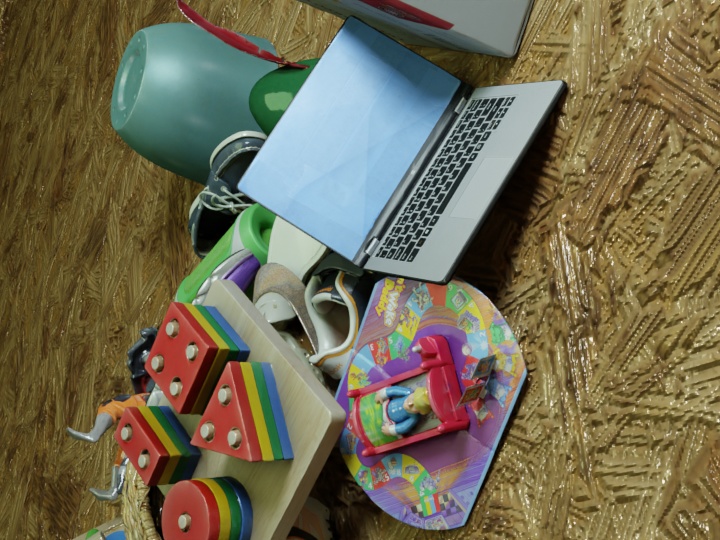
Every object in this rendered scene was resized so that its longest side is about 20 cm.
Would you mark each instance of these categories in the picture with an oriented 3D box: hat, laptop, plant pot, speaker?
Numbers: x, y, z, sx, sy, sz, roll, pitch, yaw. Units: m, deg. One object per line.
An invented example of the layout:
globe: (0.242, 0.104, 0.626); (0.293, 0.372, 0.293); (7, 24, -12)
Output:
hat: (-0.099, -0.181, 1.180); (0.199, 0.174, 0.169); (19, 95, 61)
laptop: (0.028, -0.105, 0.920); (0.189, 0.115, 0.199); (-58, 27, -12)
plant pot: (-0.217, -0.214, 1.428); (0.200, 0.159, 0.204); (-34, 50, 52)
speaker: (-0.135, 0.005, 1.264); (0.200, 0.087, 0.090); (-42, 43, 46)

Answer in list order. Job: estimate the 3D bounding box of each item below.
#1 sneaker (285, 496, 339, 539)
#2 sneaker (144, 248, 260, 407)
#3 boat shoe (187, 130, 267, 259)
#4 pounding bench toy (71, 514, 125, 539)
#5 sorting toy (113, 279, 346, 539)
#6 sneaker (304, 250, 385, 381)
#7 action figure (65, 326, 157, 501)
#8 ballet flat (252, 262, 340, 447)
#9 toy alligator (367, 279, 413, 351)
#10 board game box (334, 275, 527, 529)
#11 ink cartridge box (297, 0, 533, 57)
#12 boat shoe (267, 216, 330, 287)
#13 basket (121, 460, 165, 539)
sneaker: (-0.044, 0.247, 1.007); (0.200, 0.079, 0.075); (46, 147, 38)
sneaker: (-0.143, 0.076, 1.144); (0.081, 0.082, 0.203); (128, 165, -78)
boat shoe: (-0.158, -0.086, 1.355); (0.200, 0.074, 0.063); (-47, 38, 45)
pounding bench toy: (-0.268, 0.329, 1.229); (0.156, 0.123, 0.203); (42, 152, 59)
sorting toy: (-0.129, 0.144, 0.988); (0.199, 0.069, 0.202); (44, 116, 39)
sneaker: (0.000, 0.000, 1.028); (0.078, 0.078, 0.204); (-23, 57, 57)
action figure: (-0.219, 0.180, 1.281); (0.104, 0.193, 0.202); (18, 137, 41)
ballet flat: (-0.061, 0.072, 1.053); (0.068, 0.067, 0.201); (-49, 60, 28)
toy alligator: (0.039, 0.068, 0.958); (0.202, 0.059, 0.054); (-66, -12, 21)
board game box: (0.036, 0.100, 0.887); (0.157, 0.039, 0.203); (33, 111, 35)
ink cartridge box: (0.038, -0.253, 0.994); (0.199, 0.144, 0.084); (29, 102, 61)
boat shoe: (-0.050, -0.006, 1.131); (0.072, 0.061, 0.203); (28, 106, 36)
basket: (-0.151, 0.210, 1.143); (0.149, 0.141, 0.203); (-40, 45, 48)
